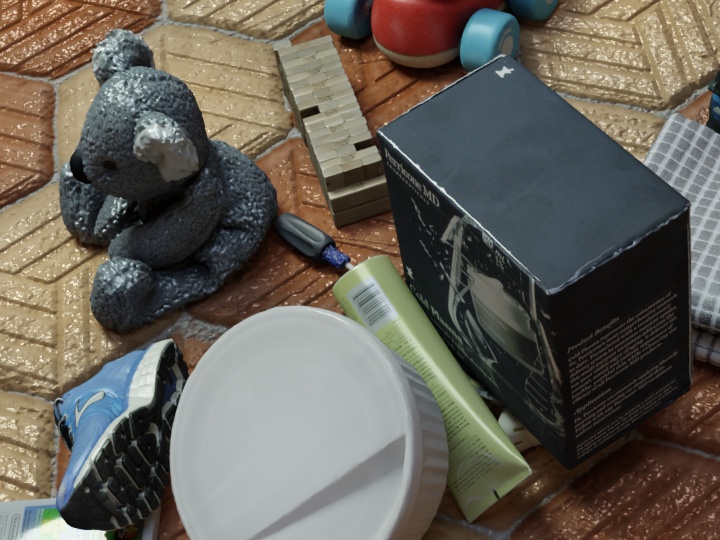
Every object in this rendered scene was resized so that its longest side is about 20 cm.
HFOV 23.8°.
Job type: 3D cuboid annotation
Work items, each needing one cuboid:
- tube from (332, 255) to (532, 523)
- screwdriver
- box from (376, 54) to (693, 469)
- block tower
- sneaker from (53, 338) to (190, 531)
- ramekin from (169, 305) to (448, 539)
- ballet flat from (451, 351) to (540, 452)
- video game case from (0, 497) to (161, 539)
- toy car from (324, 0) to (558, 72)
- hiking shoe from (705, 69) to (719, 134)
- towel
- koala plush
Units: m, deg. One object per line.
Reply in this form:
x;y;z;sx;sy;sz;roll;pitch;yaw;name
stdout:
0.050;0.084;1.253;0.052;0.058;0.200;-30;73;-7;tube
0.000;0.000;1.409;0.028;0.029;0.200;-40;48;-24;screwdriver
0.124;-0.006;1.192;0.124;0.197;0.200;-31;50;-17;box
-0.026;-0.131;1.521;0.058;0.054;0.200;-17;48;-6;block tower
-0.192;0.131;1.295;0.089;0.079;0.200;-14;25;19;sneaker
-0.029;0.132;1.205;0.201;0.094;0.204;-6;78;29;ramekin
0.101;0.101;1.288;0.199;0.072;0.072;17;53;24;ballet flat
-0.242;0.252;1.234;0.181;0.022;0.201;-5;47;6;video game case
0.070;-0.307;1.565;0.184;0.201;0.177;21;54;26;toy car
0.376;-0.174;1.464;0.200;0.087;0.074;-39;53;-24;hiking shoe
0.281;-0.025;1.346;0.165;0.086;0.200;17;53;23;towel
-0.168;-0.090;1.411;0.183;0.201;0.178;-20;47;-8;koala plush
